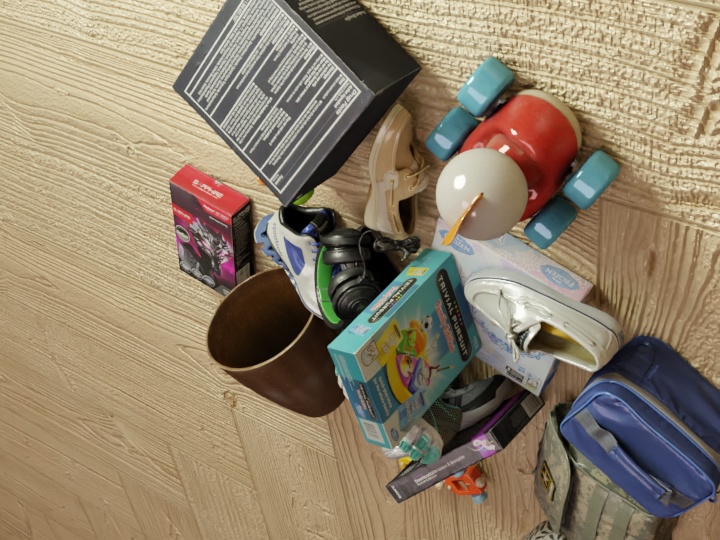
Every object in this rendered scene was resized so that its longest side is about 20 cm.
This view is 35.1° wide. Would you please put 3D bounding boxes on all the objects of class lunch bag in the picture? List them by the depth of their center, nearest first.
[{"bbox_3d":[0.344,0.195,1.331,0.200,0.132,0.136,41,146,6],"label":"lunch bag"},{"bbox_3d":[0.309,0.281,1.474,0.200,0.117,0.164,32,142,28],"label":"lunch bag"}]

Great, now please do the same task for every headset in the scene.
[{"bbox_3d":[0.000,0.000,1.454,0.200,0.094,0.124,135,127,-60],"label":"headset"}]

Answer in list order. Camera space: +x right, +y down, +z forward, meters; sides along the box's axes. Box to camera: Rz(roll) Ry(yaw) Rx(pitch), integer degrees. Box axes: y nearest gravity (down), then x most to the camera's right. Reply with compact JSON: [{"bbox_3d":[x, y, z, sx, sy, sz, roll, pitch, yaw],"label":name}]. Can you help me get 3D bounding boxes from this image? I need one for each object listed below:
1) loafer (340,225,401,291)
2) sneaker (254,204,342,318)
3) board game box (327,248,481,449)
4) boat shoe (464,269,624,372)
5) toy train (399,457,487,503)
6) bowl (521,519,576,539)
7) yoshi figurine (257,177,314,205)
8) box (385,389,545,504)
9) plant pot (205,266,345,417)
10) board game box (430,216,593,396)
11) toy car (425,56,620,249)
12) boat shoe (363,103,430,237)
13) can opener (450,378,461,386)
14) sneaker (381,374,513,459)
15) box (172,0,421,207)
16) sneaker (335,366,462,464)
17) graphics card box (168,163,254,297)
[{"bbox_3d":[0.032,0.031,1.495,0.200,0.072,0.063,60,149,21],"label":"loafer"},{"bbox_3d":[-0.057,-0.019,1.570,0.199,0.081,0.115,45,148,2],"label":"sneaker"},{"bbox_3d":[0.059,0.093,1.383,0.047,0.200,0.151,11,133,41],"label":"board game box"},{"bbox_3d":[0.196,0.068,1.316,0.201,0.086,0.075,25,140,25],"label":"boat shoe"},{"bbox_3d":[0.109,0.269,1.726,0.200,0.056,0.150,49,144,-12],"label":"toy train"},{"bbox_3d":[0.316,0.393,1.571,0.200,0.094,0.201,27,178,1],"label":"bowl"},{"bbox_3d":[-0.098,-0.185,1.455,0.112,0.112,0.201,-28,91,14],"label":"yoshi figurine"},{"bbox_3d":[0.140,0.234,1.524,0.200,0.143,0.036,-34,89,37],"label":"box"},{"bbox_3d":[-0.102,0.130,1.707,0.186,0.187,0.200,10,147,40],"label":"plant pot"},{"bbox_3d":[0.172,0.038,1.424,0.200,0.043,0.199,33,145,17],"label":"board game box"},{"bbox_3d":[0.132,-0.084,1.200,0.184,0.200,0.177,43,146,4],"label":"toy car"},{"bbox_3d":[0.051,-0.116,1.374,0.069,0.074,0.200,25,146,15],"label":"boat shoe"},{"bbox_3d":[0.113,0.139,1.582,0.067,0.053,0.200,0,127,47],"label":"can opener"},{"bbox_3d":[0.100,0.166,1.535,0.114,0.199,0.075,62,-176,-3],"label":"sneaker"},{"bbox_3d":[-0.074,-0.219,1.296,0.198,0.123,0.200,47,129,5],"label":"box"},{"bbox_3d":[0.050,0.160,1.477,0.200,0.091,0.078,44,143,19],"label":"sneaker"},{"bbox_3d":[-0.225,-0.054,1.735,0.125,0.051,0.200,29,144,21],"label":"graphics card box"}]
